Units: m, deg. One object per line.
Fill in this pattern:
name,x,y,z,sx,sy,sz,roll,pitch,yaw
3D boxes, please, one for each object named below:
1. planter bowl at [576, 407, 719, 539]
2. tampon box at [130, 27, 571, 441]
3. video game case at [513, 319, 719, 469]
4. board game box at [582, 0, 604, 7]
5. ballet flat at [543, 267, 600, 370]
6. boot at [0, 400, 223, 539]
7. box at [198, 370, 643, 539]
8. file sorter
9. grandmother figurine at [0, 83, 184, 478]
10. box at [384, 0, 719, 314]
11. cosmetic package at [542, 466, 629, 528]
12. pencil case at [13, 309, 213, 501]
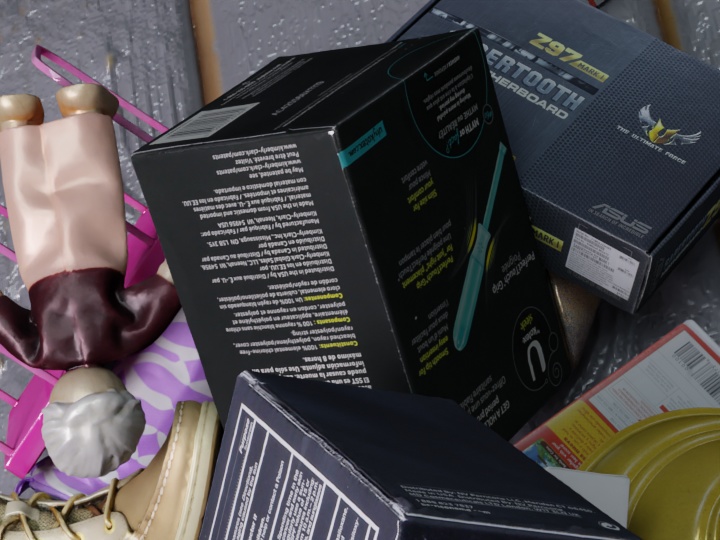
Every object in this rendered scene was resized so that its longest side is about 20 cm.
planter bowl,0.194,0.146,1.191,0.200,0.083,0.200,6,65,-14
tampon box,0.000,0.000,1.277,0.126,0.200,0.150,-5,21,34
video game case,0.143,0.125,1.258,0.200,0.017,0.143,-33,67,-26
board game box,0.139,-0.267,1.523,0.151,0.046,0.200,-34,56,1
ballet flat,0.108,-0.036,1.399,0.067,0.068,0.200,-15,57,-6
boot,-0.164,0.131,1.318,0.155,0.200,0.073,22,32,-4
box,0.010,0.170,1.094,0.198,0.123,0.200,34,113,62
file sorter,-0.184,-0.013,1.401,0.125,0.139,0.200,33,94,-10
grandmother figurine,-0.142,0.007,1.275,0.121,0.061,0.200,-11,73,12
box,0.107,-0.079,1.368,0.200,0.051,0.158,30,48,19
cosmetic package,0.075,0.192,1.153,0.083,0.051,0.200,-11,71,59
pencil case,-0.109,0.062,1.414,0.085,0.084,0.200,31,73,-4
